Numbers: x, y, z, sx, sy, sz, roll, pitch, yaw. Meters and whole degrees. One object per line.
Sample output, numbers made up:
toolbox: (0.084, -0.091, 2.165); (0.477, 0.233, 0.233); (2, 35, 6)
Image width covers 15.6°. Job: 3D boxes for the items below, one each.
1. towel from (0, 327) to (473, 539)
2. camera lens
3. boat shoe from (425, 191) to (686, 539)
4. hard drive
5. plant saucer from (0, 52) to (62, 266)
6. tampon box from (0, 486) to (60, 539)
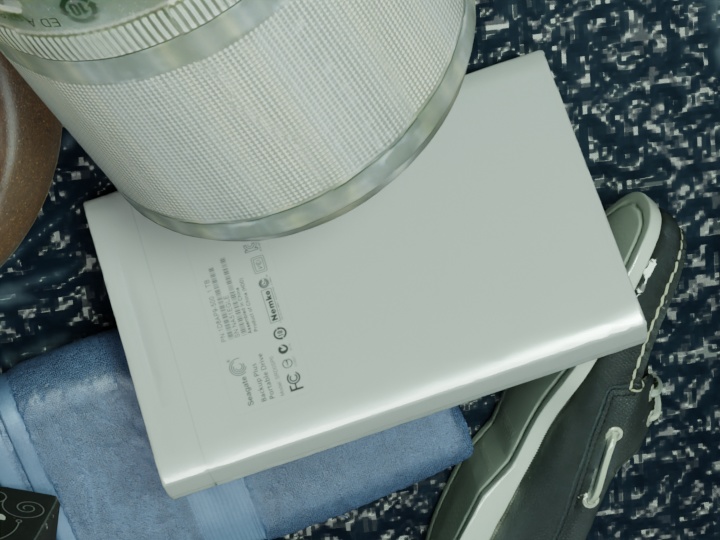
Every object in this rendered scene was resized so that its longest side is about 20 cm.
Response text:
towel: (-0.061, 0.064, 1.111); (0.199, 0.049, 0.112); (-20, 111, 1)
camera lens: (-0.060, -0.118, 0.954); (0.160, 0.160, 0.200); (-32, 139, 5)
boat shoe: (0.093, 0.059, 1.119); (0.060, 0.076, 0.200); (22, 117, -15)
hard drive: (0.000, 0.000, 1.062); (0.199, 0.132, 0.027); (-19, 154, 1)
plant saucer: (-0.219, -0.059, 1.053); (0.200, 0.035, 0.201); (-3, 112, -7)
tampon box: (-0.235, 0.161, 1.047); (0.199, 0.150, 0.127); (9, 113, 6)
